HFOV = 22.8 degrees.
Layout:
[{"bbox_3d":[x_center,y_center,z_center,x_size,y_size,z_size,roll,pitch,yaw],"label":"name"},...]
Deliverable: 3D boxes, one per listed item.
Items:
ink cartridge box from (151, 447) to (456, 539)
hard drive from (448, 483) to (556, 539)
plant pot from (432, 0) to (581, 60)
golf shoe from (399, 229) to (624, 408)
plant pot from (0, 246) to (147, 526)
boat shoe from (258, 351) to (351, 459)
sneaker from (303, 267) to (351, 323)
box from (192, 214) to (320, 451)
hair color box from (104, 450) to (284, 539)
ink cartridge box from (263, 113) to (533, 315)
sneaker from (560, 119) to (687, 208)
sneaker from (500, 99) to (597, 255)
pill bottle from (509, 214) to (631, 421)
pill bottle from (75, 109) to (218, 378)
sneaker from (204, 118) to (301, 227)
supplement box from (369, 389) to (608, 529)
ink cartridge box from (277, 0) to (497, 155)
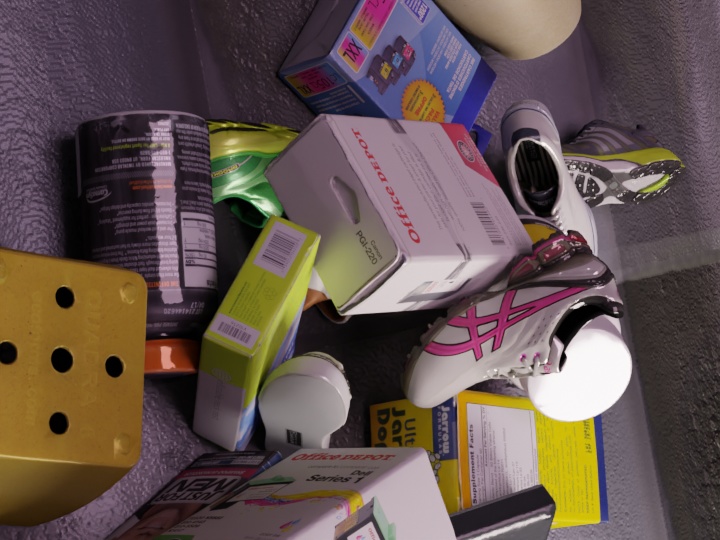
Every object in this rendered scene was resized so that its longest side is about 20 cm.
[{"bbox_3d":[-0.051,0.204,1.280,0.200,0.145,0.084,-28,105,-41],"label":"ink cartridge box"},{"bbox_3d":[0.063,0.260,1.495,0.199,0.140,0.033,-14,47,-25],"label":"hard drive"},{"bbox_3d":[0.127,-0.298,1.665,0.200,0.187,0.188,51,52,-41],"label":"plant pot"},{"bbox_3d":[0.122,0.056,1.467,0.092,0.200,0.073,56,9,28],"label":"golf shoe"},{"bbox_3d":[-0.254,0.070,1.236,0.200,0.176,0.201,11,75,-40],"label":"plant pot"},{"bbox_3d":[-0.043,0.100,1.433,0.070,0.200,0.064,18,65,0],"label":"boat shoe"},{"bbox_3d":[0.000,0.000,1.569,0.200,0.073,0.085,-2,115,-49],"label":"sneaker"},{"bbox_3d":[-0.085,0.057,1.413,0.048,0.200,0.122,24,60,5],"label":"box"},{"bbox_3d":[-0.142,0.218,1.363,0.200,0.100,0.061,-41,111,-39],"label":"hair color box"},{"bbox_3d":[0.036,-0.046,1.465,0.200,0.085,0.146,0,56,-54],"label":"ink cartridge box"},{"bbox_3d":[0.227,-0.108,1.786,0.199,0.074,0.081,-2,44,-31],"label":"sneaker"},{"bbox_3d":[0.174,-0.062,1.698,0.071,0.073,0.200,-74,145,-54],"label":"sneaker"},{"bbox_3d":[0.166,0.042,1.598,0.114,0.200,0.115,-6,120,-11],"label":"pill bottle"},{"bbox_3d":[-0.165,-0.017,1.381,0.106,0.106,0.201,3,81,-42],"label":"pill bottle"},{"bbox_3d":[-0.075,-0.079,1.510,0.200,0.074,0.084,4,106,-46],"label":"sneaker"},{"bbox_3d":[0.116,0.174,1.594,0.200,0.109,0.109,11,72,-43],"label":"supplement box"},{"bbox_3d":[0.037,-0.168,1.615,0.200,0.076,0.137,45,56,-29],"label":"ink cartridge box"}]
